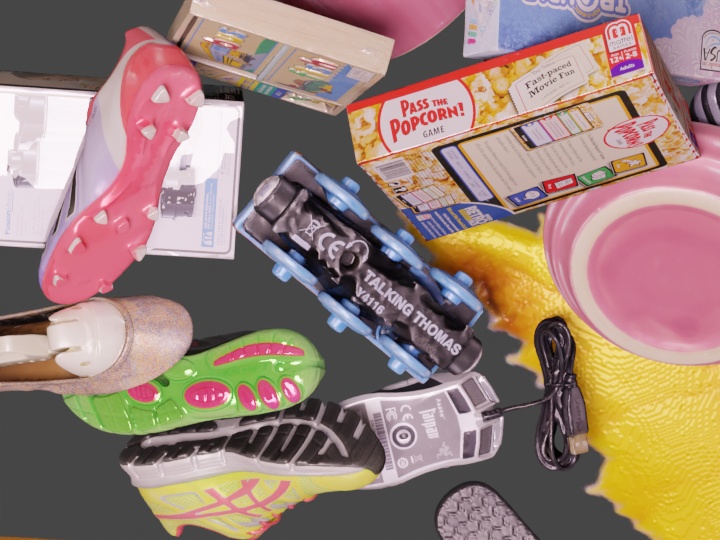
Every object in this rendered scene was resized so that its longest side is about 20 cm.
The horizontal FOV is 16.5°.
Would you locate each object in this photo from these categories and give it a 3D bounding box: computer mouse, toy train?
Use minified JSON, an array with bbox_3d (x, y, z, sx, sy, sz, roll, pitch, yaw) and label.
[{"bbox_3d":[0.064,0.104,1.788,0.199,0.044,0.110,-11,101,5],"label":"computer mouse"},{"bbox_3d":[0.000,0.000,1.720,0.200,0.114,0.087,39,89,-17],"label":"toy train"}]

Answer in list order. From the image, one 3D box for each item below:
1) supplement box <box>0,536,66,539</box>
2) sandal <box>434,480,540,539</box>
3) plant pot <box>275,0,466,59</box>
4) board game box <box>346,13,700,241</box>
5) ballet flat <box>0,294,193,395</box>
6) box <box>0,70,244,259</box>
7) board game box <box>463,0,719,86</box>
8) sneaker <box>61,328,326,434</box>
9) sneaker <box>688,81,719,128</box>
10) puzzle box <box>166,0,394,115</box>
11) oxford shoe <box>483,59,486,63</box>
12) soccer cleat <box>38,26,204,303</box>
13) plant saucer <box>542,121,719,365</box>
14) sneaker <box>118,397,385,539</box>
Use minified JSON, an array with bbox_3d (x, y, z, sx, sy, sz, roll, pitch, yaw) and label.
[{"bbox_3d":[-0.174,0.240,1.801,0.199,0.067,0.069,6,107,-5],"label":"supplement box"},{"bbox_3d":[0.132,0.238,1.840,0.075,0.045,0.200,-39,90,1],"label":"sandal"},{"bbox_3d":[-0.011,-0.243,1.630,0.200,0.200,0.179,-39,119,6],"label":"plant pot"},{"bbox_3d":[0.110,-0.090,1.628,0.199,0.152,0.047,-16,67,13],"label":"board game box"},{"bbox_3d":[-0.214,0.054,1.712,0.199,0.067,0.068,-12,76,20],"label":"ballet flat"},{"bbox_3d":[-0.183,-0.073,1.719,0.199,0.060,0.117,5,104,-5],"label":"box"},{"bbox_3d":[0.160,-0.231,1.638,0.199,0.043,0.200,3,88,-34],"label":"board game box"},{"bbox_3d":[-0.119,0.080,1.755,0.199,0.084,0.077,0,83,15],"label":"sneaker"},{"bbox_3d":[0.303,-0.076,1.753,0.074,0.088,0.200,0,135,37],"label":"sneaker"},{"bbox_3d":[-0.059,-0.145,1.640,0.132,0.200,0.026,17,83,-8],"label":"puzzle box"},{"bbox_3d":[0.129,-0.136,1.720,0.200,0.073,0.085,-36,103,5],"label":"oxford shoe"},{"bbox_3d":[-0.166,-0.068,1.665,0.066,0.077,0.200,7,124,-37],"label":"soccer cleat"},{"bbox_3d":[0.224,-0.008,1.728,0.200,0.051,0.201,8,127,10],"label":"plant saucer"},{"bbox_3d":[-0.069,0.149,1.768,0.199,0.078,0.091,-4,118,26],"label":"sneaker"}]
